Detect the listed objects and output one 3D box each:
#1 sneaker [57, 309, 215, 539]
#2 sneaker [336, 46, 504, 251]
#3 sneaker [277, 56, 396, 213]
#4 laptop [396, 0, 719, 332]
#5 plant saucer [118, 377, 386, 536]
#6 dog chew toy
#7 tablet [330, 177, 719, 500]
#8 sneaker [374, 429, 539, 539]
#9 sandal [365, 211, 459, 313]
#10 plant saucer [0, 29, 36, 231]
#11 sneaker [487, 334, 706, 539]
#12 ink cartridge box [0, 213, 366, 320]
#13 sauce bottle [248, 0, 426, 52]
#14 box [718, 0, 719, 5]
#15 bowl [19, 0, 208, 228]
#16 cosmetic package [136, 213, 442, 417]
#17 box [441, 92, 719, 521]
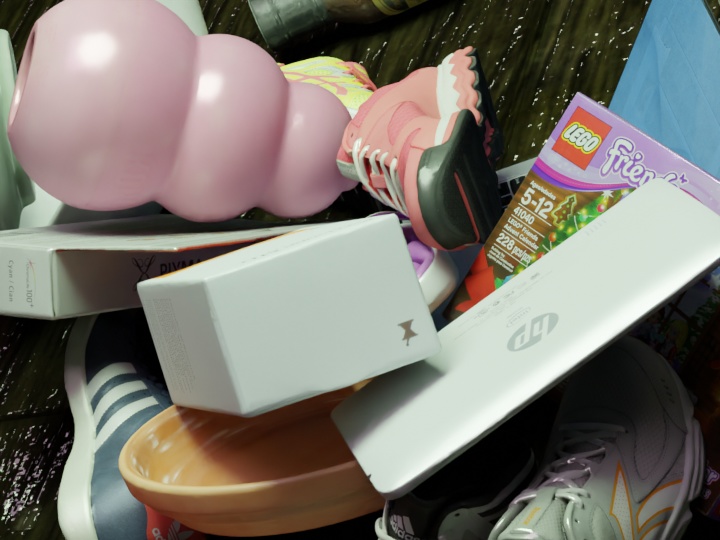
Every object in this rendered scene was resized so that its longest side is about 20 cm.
[{"bbox_3d":[-0.115,0.089,1.423,0.084,0.075,0.200,-13,42,6],"label":"sneaker"},{"bbox_3d":[0.029,-0.055,1.393,0.087,0.074,0.200,-15,20,11],"label":"sneaker"},{"bbox_3d":[-0.014,-0.096,1.574,0.200,0.078,0.090,13,50,44],"label":"sneaker"},{"bbox_3d":[0.112,-0.055,1.402,0.200,0.116,0.187,-19,35,4],"label":"laptop"},{"bbox_3d":[-0.022,0.086,1.309,0.200,0.038,0.200,-13,14,3],"label":"plant saucer"},{"bbox_3d":[-0.094,-0.082,1.455,0.200,0.125,0.125,15,36,-13],"label":"dog chew toy"},{"bbox_3d":[0.078,0.028,1.206,0.200,0.014,0.130,-36,18,-1],"label":"tablet"},{"bbox_3d":[0.006,0.143,1.215,0.200,0.115,0.076,-39,54,-16],"label":"sneaker"},{"bbox_3d":[0.005,-0.005,1.411,0.082,0.050,0.203,-43,13,-10],"label":"sandal"},{"bbox_3d":[-0.228,-0.089,1.557,0.050,0.200,0.200,-10,35,-5],"label":"plant saucer"},{"bbox_3d":[0.101,0.112,1.179,0.076,0.092,0.200,-7,59,32],"label":"sneaker"},{"bbox_3d":[-0.111,-0.003,1.452,0.176,0.045,0.200,3,7,35],"label":"ink cartridge box"},{"bbox_3d":[0.024,-0.201,1.695,0.200,0.065,0.065,-26,35,6],"label":"sauce bottle"},{"bbox_3d":[0.259,-0.141,1.448,0.068,0.082,0.200,-26,36,0],"label":"box"},{"bbox_3d":[-0.154,-0.101,1.622,0.200,0.075,0.200,-58,26,23],"label":"bowl"},{"bbox_3d":[-0.041,0.023,1.277,0.101,0.071,0.200,-19,4,-14],"label":"cosmetic package"},{"bbox_3d":[0.146,0.016,1.274,0.200,0.039,0.137,37,99,40],"label":"box"}]
